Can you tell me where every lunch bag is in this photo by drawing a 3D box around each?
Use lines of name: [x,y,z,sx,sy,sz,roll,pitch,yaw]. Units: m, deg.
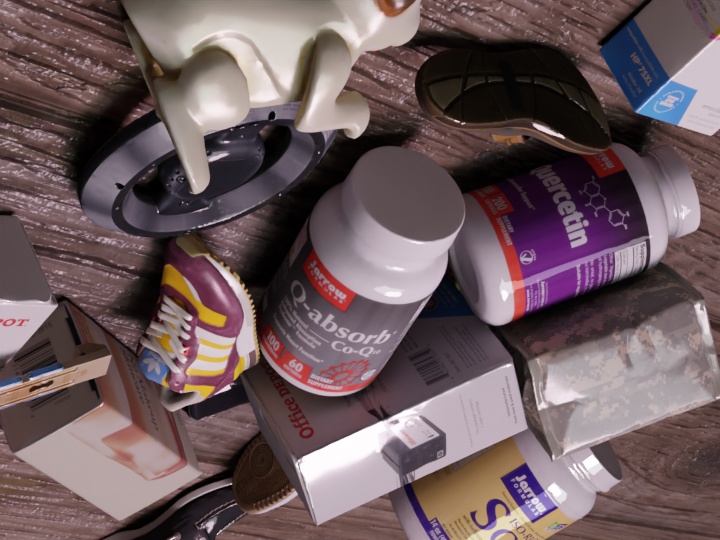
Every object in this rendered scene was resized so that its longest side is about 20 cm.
lunch bag: [0.195,0.060,1.944,0.163,0.200,0.118,-19,113,-7]

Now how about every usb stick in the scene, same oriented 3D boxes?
usb stick: [-0.063,0.079,1.965,0.199,0.033,0.056,-19,142,-13]

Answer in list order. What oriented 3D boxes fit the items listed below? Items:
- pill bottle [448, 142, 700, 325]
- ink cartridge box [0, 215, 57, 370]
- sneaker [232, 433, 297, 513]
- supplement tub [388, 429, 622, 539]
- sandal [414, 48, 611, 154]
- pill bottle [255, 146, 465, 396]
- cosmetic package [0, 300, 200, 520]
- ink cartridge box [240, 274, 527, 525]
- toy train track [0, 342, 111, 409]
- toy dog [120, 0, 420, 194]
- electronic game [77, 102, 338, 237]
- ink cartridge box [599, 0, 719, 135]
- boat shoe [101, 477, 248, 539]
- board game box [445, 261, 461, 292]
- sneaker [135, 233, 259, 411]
pill bottle: [0.175,-0.036,1.879,0.199,0.113,0.113,-20,152,-12]
ink cartridge box: [-0.333,0.047,1.621,0.144,0.085,0.200,2,142,-45]
sneaker: [-0.023,0.163,2.104,0.200,0.070,0.108,-43,146,24]
supplement tub: [0.142,0.204,2.236,0.199,0.146,0.145,-33,152,13]
sandal: [0.110,-0.122,1.717,0.199,0.082,0.054,-1,161,-42]
pill bottle: [0.000,0.000,1.790,0.115,0.116,0.200,-8,147,-31]
cosmetic package: [-0.214,0.115,1.823,0.087,0.104,0.200,-28,154,7]
ink cartridge box: [0.017,0.105,1.903,0.199,0.145,0.084,-23,128,-10]
toy train track: [-0.271,0.083,1.617,0.199,0.033,0.115,-17,146,-33]
toy dog: [-0.050,-0.173,1.456,0.199,0.140,0.195,-21,116,-7]
electronic game: [-0.108,-0.081,1.635,0.199,0.042,0.200,-19,160,-7]
ink cartridge box: [0.297,-0.199,1.749,0.116,0.067,0.200,9,136,-49]
boat shoe: [-0.174,0.260,2.154,0.199,0.061,0.074,-27,152,1]
board game box: [0.167,-0.015,2.003,0.199,0.030,0.096,-13,151,-19]
sneaker: [-0.135,0.047,1.780,0.090,0.075,0.200,-39,152,-15]
